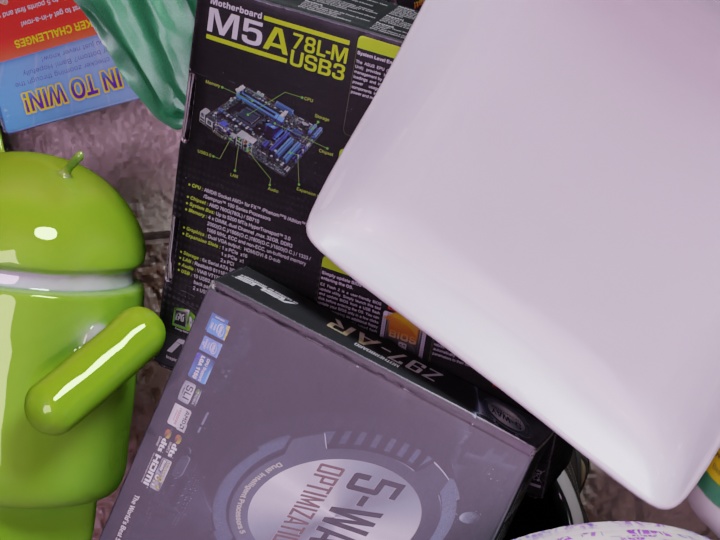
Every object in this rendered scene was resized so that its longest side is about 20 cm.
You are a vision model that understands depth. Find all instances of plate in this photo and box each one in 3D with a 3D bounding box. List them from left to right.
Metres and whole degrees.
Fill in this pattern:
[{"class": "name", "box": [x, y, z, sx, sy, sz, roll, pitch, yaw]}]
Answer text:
[{"class": "plate", "box": [0.097, -0.037, 1.000, 0.200, 0.032, 0.200, 37, 119, 16]}]

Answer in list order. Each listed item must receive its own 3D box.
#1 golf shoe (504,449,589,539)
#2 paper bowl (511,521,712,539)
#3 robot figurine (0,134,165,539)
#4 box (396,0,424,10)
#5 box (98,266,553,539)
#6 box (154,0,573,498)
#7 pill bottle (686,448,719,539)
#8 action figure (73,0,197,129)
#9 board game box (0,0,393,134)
[{"class": "golf shoe", "box": [0.082, 0.151, 1.193, 0.077, 0.094, 0.201, -13, 98, 19]}, {"class": "paper bowl", "box": [0.089, 0.205, 1.020, 0.201, 0.200, 0.105, -39, 43, 20]}, {"class": "robot figurine", "box": [-0.161, 0.036, 1.172, 0.175, 0.115, 0.201, 16, 103, 46]}, {"class": "box", "box": [0.102, -0.180, 1.148, 0.199, 0.050, 0.158, -19, 94, 21]}, {"class": "box", "box": [-0.029, 0.123, 1.098, 0.160, 0.044, 0.201, 28, 105, 10]}, {"class": "box", "box": [0.013, -0.018, 1.101, 0.199, 0.048, 0.194, 18, 115, 18]}, {"class": "pill bottle", "box": [0.212, 0.021, 1.021, 0.112, 0.113, 0.201, 22, 116, 13]}, {"class": "action figure", "box": [-0.095, -0.140, 1.159, 0.118, 0.055, 0.200, -30, 86, 19]}, {"class": "board game box", "box": [-0.103, -0.186, 1.212, 0.199, 0.056, 0.197, -13, 96, 20]}]
